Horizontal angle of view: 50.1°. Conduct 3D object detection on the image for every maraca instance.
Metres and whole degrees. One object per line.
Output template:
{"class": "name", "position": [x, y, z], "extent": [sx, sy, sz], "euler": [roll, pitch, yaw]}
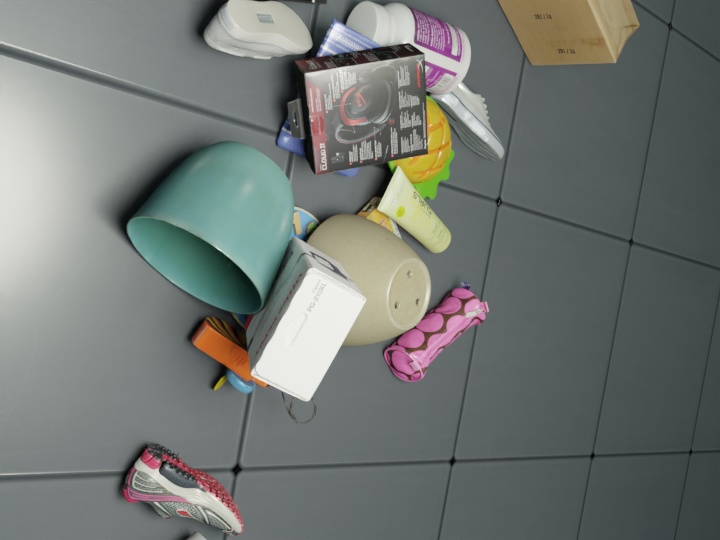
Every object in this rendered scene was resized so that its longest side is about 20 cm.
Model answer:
{"class": "maraca", "position": [0.100, -0.199, 1.272], "extent": [0.138, 0.106, 0.201], "euler": [-51, 140, -12]}

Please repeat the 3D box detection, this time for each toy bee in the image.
{"class": "toy bee", "position": [-0.160, 0.138, 1.126], "extent": [0.129, 0.109, 0.203], "euler": [-29, 105, 2]}

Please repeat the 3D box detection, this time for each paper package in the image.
{"class": "paper package", "position": [0.372, -0.474, 1.392], "extent": [0.104, 0.198, 0.191], "euler": [-54, 126, -18]}

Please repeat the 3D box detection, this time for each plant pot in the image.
{"class": "plant pot", "position": [-0.176, -0.067, 1.008], "extent": [0.201, 0.198, 0.163], "euler": [48, 59, -34]}

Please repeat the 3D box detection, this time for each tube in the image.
{"class": "tube", "position": [0.091, -0.091, 1.284], "extent": [0.200, 0.051, 0.059], "euler": [40, 34, -51]}

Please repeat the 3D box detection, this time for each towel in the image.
{"class": "towel", "position": [-0.027, -0.250, 1.152], "extent": [0.143, 0.024, 0.203], "euler": [19, 109, -29]}

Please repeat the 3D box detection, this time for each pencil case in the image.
{"class": "pencil case", "position": [0.136, 0.112, 1.358], "extent": [0.199, 0.093, 0.092], "euler": [-40, 120, -27]}

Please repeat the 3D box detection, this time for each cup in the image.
{"class": "cup", "position": [0.021, 0.023, 1.144], "extent": [0.198, 0.141, 0.206], "euler": [-12, 106, -46]}

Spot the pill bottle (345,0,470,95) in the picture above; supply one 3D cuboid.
{"class": "pill bottle", "position": [0.073, -0.354, 1.217], "extent": [0.197, 0.111, 0.115], "euler": [7, 93, -40]}

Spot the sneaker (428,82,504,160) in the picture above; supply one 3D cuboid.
{"class": "sneaker", "position": [0.201, -0.273, 1.362], "extent": [0.199, 0.072, 0.072], "euler": [39, 76, -37]}

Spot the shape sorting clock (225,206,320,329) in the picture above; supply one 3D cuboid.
{"class": "shape sorting clock", "position": [-0.119, 0.004, 1.162], "extent": [0.197, 0.039, 0.205], "euler": [-8, 102, -39]}

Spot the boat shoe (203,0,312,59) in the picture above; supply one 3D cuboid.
{"class": "boat shoe", "position": [-0.140, -0.324, 1.069], "extent": [0.199, 0.068, 0.073], "euler": [-30, 95, -59]}

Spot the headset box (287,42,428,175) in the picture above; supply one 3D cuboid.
{"class": "headset box", "position": [-0.006, -0.232, 1.108], "extent": [0.195, 0.075, 0.152], "euler": [-13, 120, -12]}

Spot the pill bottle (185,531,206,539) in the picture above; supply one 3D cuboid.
{"class": "pill bottle", "position": [-0.273, 0.466, 1.056], "extent": [0.199, 0.119, 0.121], "euler": [-41, 120, -27]}

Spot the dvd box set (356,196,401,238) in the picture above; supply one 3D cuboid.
{"class": "dvd box set", "position": [0.000, 0.000, 1.245], "extent": [0.200, 0.029, 0.148], "euler": [-47, 129, -32]}

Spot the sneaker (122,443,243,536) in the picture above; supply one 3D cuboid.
{"class": "sneaker", "position": [-0.246, 0.323, 1.090], "extent": [0.200, 0.080, 0.075], "euler": [43, 85, -28]}

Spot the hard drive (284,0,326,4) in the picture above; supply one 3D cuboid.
{"class": "hard drive", "position": [-0.104, -0.441, 1.046], "extent": [0.199, 0.037, 0.143], "euler": [-29, 129, -58]}

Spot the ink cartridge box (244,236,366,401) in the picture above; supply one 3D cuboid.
{"class": "ink cartridge box", "position": [-0.077, 0.055, 0.981], "extent": [0.083, 0.200, 0.147], "euler": [28, 96, -16]}
